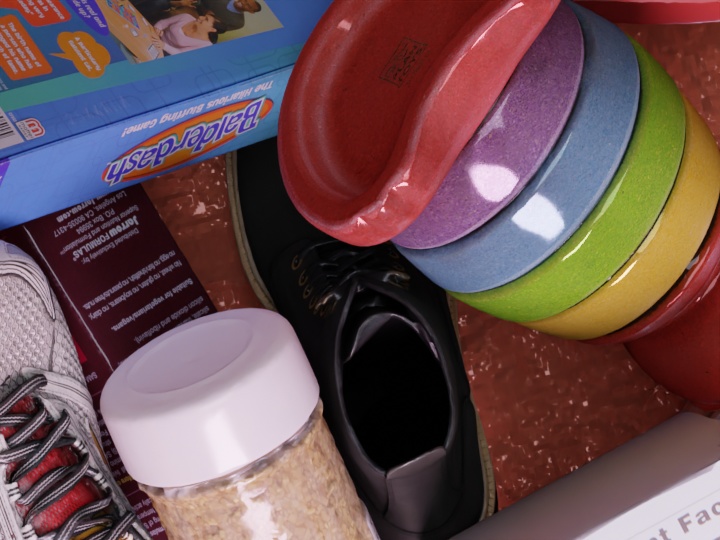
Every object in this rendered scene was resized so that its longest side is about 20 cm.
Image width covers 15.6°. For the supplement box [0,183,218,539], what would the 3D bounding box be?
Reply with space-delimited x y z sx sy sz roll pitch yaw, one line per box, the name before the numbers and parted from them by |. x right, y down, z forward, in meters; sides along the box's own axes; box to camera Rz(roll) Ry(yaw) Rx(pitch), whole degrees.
supplement box | -0.108 0.027 0.955 0.061 0.109 0.200 -33 94 -44

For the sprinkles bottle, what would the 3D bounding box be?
sprinkles bottle | -0.018 0.112 0.878 0.068 0.068 0.200 -25 113 -6

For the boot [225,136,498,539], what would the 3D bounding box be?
boot | 0.000 0.000 0.935 0.077 0.138 0.200 -24 71 -3

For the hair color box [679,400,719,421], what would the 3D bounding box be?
hair color box | 0.131 0.106 0.983 0.065 0.109 0.200 36 86 -5

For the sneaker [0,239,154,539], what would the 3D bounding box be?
sneaker | -0.101 0.080 0.878 0.078 0.082 0.201 -32 120 -35

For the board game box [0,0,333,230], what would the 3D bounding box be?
board game box | -0.103 -0.101 0.917 0.200 0.045 0.152 -21 65 -39

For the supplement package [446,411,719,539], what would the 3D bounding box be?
supplement package | 0.118 0.161 0.871 0.113 0.110 0.200 -27 94 -6

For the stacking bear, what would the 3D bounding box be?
stacking bear | 0.079 -0.023 0.893 0.200 0.114 0.122 34 88 -29

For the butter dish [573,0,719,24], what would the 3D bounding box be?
butter dish | 0.108 -0.163 0.970 0.199 0.148 0.201 6 69 25
